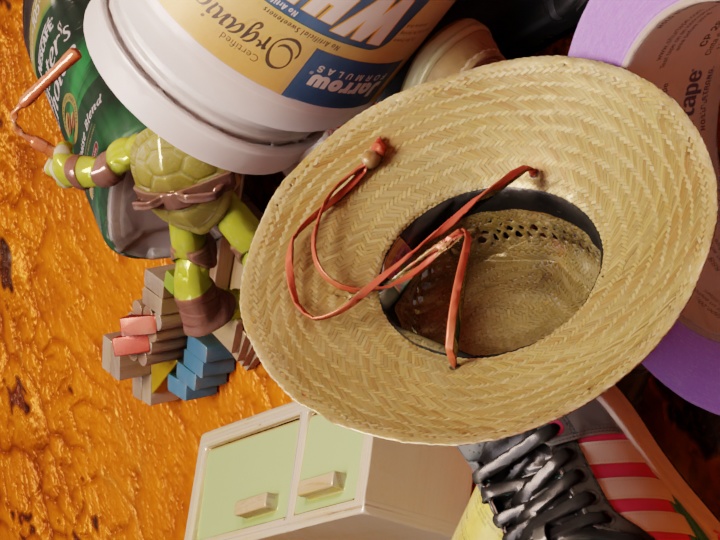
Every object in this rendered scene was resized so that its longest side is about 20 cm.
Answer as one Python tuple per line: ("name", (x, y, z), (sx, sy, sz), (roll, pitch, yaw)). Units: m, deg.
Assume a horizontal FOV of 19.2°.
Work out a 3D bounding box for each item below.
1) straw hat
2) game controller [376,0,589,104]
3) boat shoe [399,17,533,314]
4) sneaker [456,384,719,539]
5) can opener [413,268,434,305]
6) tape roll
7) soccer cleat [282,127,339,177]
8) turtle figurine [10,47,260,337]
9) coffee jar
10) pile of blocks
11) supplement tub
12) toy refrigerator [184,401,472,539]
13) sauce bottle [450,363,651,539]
("straw hat", (0.059, 0.010, 0.871), (0.201, 0.201, 0.085), (42, 169, 42))
("game controller", (0.055, -0.146, 1.016), (0.200, 0.042, 0.105), (-24, 65, 55))
("boat shoe", (0.058, -0.023, 0.999), (0.063, 0.073, 0.201), (26, 132, 33))
("sneaker", (0.083, 0.114, 0.899), (0.200, 0.121, 0.084), (46, 120, -2))
("can opener", (0.000, 0.000, 1.010), (0.200, 0.053, 0.067), (131, 151, -73))
("tape roll", (0.166, -0.043, 0.848), (0.200, 0.065, 0.201), (23, 118, 52))
("soccer cleat", (-0.055, -0.107, 1.137), (0.069, 0.085, 0.201), (-40, 66, 53))
("turtle figurine", (-0.075, -0.045, 1.092), (0.199, 0.064, 0.162), (-13, 117, 19))
("coffee jar", (-0.134, -0.107, 1.227), (0.200, 0.085, 0.104), (-118, 27, -42))
("pile of blocks", (-0.108, 0.035, 1.277), (0.082, 0.062, 0.200), (62, 143, 24))
("supplement tub", (-0.021, -0.154, 0.942), (0.200, 0.144, 0.145), (-50, 57, 32))
("toy refrigerator", (-0.022, 0.114, 1.145), (0.200, 0.070, 0.076), (-22, 54, 56))
("sauce bottle", (0.091, 0.094, 0.996), (0.066, 0.066, 0.200), (54, 141, 33))
